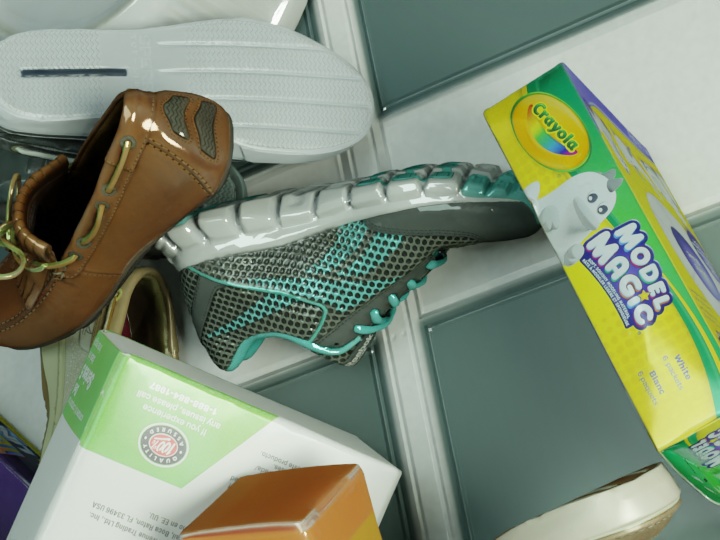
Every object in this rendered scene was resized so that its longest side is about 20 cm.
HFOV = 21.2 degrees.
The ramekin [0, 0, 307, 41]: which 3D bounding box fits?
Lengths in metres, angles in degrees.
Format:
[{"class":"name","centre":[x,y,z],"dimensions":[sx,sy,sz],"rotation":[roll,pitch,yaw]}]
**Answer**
[{"class":"ramekin","centre":[-0.128,-0.180,1.047],"dimensions":[0.202,0.094,0.203],"rotation":[-10,71,29]}]

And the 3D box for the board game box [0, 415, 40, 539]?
[{"class":"board game box","centre":[-0.252,0.147,1.052],"dimensions":[0.200,0.057,0.165],"rotation":[35,97,34]}]

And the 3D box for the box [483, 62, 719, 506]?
[{"class":"box","centre":[0.129,0.017,0.818],"dimensions":[0.048,0.117,0.200],"rotation":[-31,63,16]}]

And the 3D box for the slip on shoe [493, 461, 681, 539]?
[{"class":"slip on shoe","centre":[0.077,0.140,0.808],"dimensions":[0.200,0.076,0.061],"rotation":[-44,69,49]}]

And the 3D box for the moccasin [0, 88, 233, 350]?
[{"class":"moccasin","centre":[-0.141,-0.023,0.935],"dimensions":[0.201,0.078,0.074],"rotation":[-34,45,47]}]

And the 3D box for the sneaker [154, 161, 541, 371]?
[{"class":"sneaker","centre":[0.000,0.000,0.942],"dimensions":[0.200,0.078,0.091],"rotation":[-10,97,23]}]

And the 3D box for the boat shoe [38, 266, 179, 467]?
[{"class":"boat shoe","centre":[-0.118,0.089,0.976],"dimensions":[0.066,0.074,0.200],"rotation":[-25,65,29]}]

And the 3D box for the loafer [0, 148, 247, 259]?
[{"class":"loafer","centre":[-0.149,-0.045,1.044],"dimensions":[0.200,0.063,0.072],"rotation":[12,67,16]}]

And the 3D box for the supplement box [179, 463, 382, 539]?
[{"class":"supplement box","centre":[-0.012,0.188,0.830],"dimensions":[0.069,0.067,0.200],"rotation":[-11,103,26]}]

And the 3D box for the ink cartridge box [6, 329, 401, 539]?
[{"class":"ink cartridge box","centre":[-0.092,0.149,0.891],"dimensions":[0.200,0.145,0.084],"rotation":[-65,17,0]}]

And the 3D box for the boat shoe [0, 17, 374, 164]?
[{"class":"boat shoe","centre":[-0.095,-0.087,0.979],"dimensions":[0.200,0.071,0.072],"rotation":[5,73,-13]}]
